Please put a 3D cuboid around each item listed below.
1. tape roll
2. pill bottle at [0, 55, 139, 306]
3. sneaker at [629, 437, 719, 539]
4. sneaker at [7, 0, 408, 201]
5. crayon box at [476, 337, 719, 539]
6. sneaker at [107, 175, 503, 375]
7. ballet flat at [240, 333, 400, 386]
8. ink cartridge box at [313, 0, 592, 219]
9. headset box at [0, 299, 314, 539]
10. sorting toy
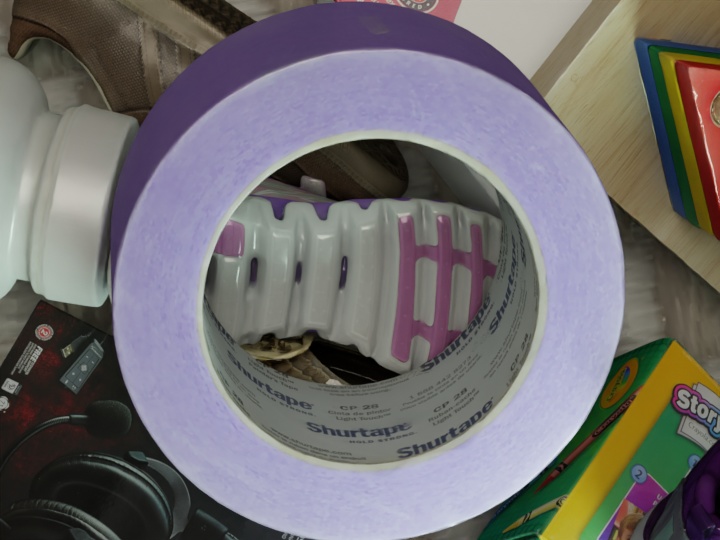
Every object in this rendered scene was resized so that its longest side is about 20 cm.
[{"bbox_3d":[0.000,0.000,0.853,0.199,0.085,0.201,-2,110,-6],"label":"tape roll"},{"bbox_3d":[-0.199,-0.044,0.913,0.199,0.112,0.113,12,82,0],"label":"pill bottle"},{"bbox_3d":[0.194,0.065,0.858,0.074,0.088,0.200,43,63,16],"label":"sneaker"},{"bbox_3d":[-0.071,-0.079,0.991,0.200,0.070,0.076,37,110,1],"label":"sneaker"},{"bbox_3d":[0.156,0.142,0.917,0.200,0.058,0.119,46,57,-9],"label":"crayon box"},{"bbox_3d":[-0.013,-0.005,0.944,0.199,0.089,0.081,6,107,-11],"label":"sneaker"},{"bbox_3d":[0.029,0.055,0.962,0.199,0.067,0.047,15,113,-3],"label":"ballet flat"},{"bbox_3d":[0.099,-0.131,0.981,0.200,0.084,0.145,-38,86,-6],"label":"ink cartridge box"},{"bbox_3d":[-0.087,0.129,0.927,0.199,0.077,0.149,27,62,4],"label":"headset box"},{"bbox_3d":[0.203,-0.082,0.921,0.199,0.070,0.200,37,93,-31],"label":"sorting toy"}]
